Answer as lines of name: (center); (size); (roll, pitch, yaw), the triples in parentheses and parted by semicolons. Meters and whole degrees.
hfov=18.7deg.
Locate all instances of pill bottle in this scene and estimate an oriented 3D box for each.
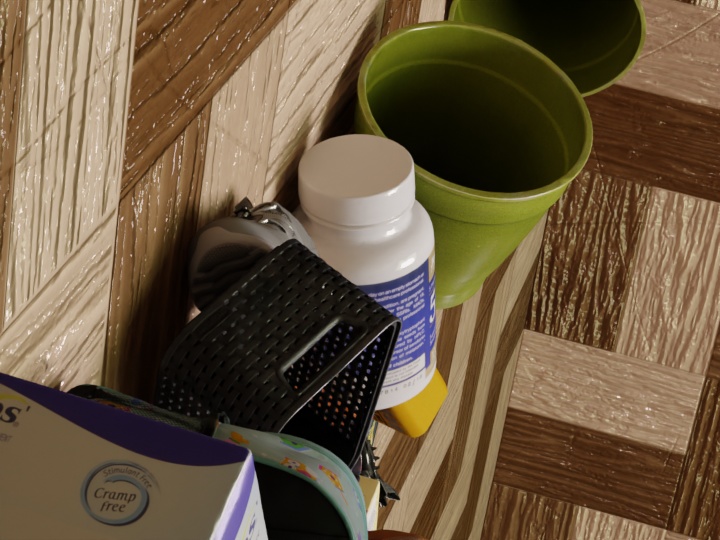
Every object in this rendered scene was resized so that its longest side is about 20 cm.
pill bottle: (0.000, 0.000, 1.732); (0.120, 0.120, 0.200); (-64, 157, -50)

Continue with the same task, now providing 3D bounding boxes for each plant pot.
plant pot: (0.196, -0.313, 2.270); (0.201, 0.200, 0.193); (94, 2, -47)
plant pot: (0.073, -0.073, 1.870); (0.193, 0.200, 0.200); (111, 2, -47)

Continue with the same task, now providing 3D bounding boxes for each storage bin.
storage bin: (-0.063, 0.093, 1.438); (0.135, 0.094, 0.200); (-42, 160, -33)

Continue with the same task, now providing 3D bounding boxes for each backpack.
backpack: (-0.094, 0.164, 1.229); (0.153, 0.200, 0.176); (-10, 114, -80)

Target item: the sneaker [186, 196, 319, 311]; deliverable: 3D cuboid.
sneaker: (-0.078, -0.013, 1.512); (0.200, 0.075, 0.082); (36, 33, -73)

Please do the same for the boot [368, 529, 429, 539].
boot: (-0.033, 0.234, 1.690); (0.155, 0.200, 0.074); (23, 70, -81)

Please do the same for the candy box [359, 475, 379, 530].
candy box: (-0.050, 0.241, 1.837); (0.200, 0.115, 0.055); (94, 15, -46)

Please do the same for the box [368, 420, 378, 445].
box: (-0.011, 0.120, 2.080); (0.159, 0.046, 0.200); (-22, 126, -77)

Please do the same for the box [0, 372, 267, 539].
box: (-0.141, 0.137, 0.976); (0.200, 0.184, 0.105); (86, 23, -60)

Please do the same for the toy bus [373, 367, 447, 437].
toy bus: (0.011, 0.075, 1.922); (0.065, 0.078, 0.200); (-57, 153, -14)

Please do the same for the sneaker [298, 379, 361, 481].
sneaker: (-0.057, 0.142, 1.657); (0.200, 0.112, 0.078); (-62, 163, -53)

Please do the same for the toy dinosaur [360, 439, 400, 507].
toy dinosaur: (-0.039, 0.143, 1.888); (0.200, 0.102, 0.136); (37, 37, -66)
